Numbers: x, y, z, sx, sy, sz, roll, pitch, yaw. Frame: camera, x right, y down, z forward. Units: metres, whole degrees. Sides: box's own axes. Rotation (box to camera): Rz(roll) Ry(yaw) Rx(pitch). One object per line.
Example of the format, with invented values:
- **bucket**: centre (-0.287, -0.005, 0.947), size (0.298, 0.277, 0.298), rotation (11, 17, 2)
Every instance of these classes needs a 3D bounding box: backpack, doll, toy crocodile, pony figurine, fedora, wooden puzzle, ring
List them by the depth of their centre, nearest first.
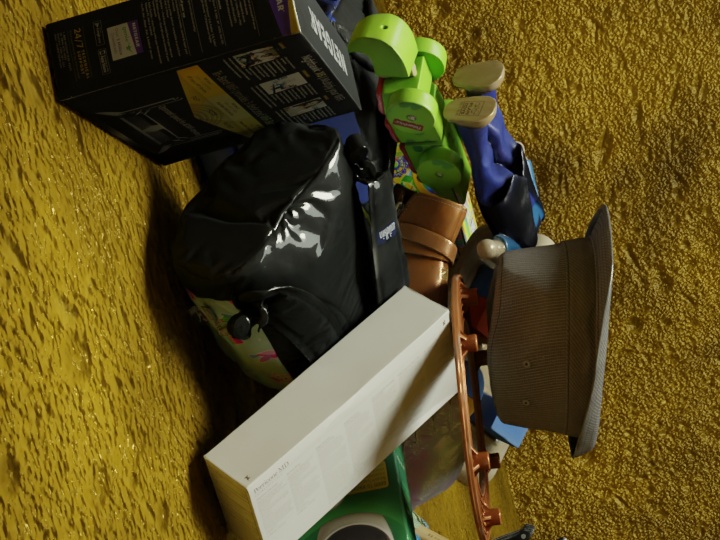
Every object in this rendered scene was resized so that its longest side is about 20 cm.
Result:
- **backpack**: centre (-0.049, 0.004, 1.014), size (0.126, 0.167, 0.201), rotation (27, -24, 34)
- **ring**: centre (0.090, 0.103, 1.057), size (0.200, 0.019, 0.203), rotation (-7, 90, -83)
- **fedora**: centre (0.143, 0.048, 1.091), size (0.178, 0.089, 0.202), rotation (-82, 173, -54)
- **toy crocodile**: centre (0.046, -0.120, 1.100), size (0.201, 0.061, 0.068), rotation (58, 36, -51)
- **doll**: centre (0.116, -0.064, 1.124), size (0.201, 0.048, 0.138), rotation (63, 33, -42)
- **pony figurine**: centre (0.002, 0.202, 1.130), size (0.201, 0.164, 0.195), rotation (-84, 179, -50)
- **backpack**: centre (-0.052, -0.154, 1.166), size (0.201, 0.165, 0.164), rotation (-71, 152, -61)
- **wooden puzzle**: centre (0.115, 0.084, 1.225), size (0.046, 0.201, 0.185), rotation (26, -8, 42)

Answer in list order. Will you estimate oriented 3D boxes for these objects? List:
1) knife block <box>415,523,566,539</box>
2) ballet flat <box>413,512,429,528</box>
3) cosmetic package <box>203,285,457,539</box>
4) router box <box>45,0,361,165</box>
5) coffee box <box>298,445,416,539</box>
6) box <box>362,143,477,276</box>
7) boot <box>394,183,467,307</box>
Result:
- **knife block**: centre (0.102, 0.307, 1.211), size (0.202, 0.174, 0.064), rotation (-63, 168, 1)
- **ballet flat**: centre (0.021, 0.262, 1.397), size (0.200, 0.073, 0.075), rotation (47, 30, -76)
- **cosmetic package**: centre (-0.015, 0.104, 0.976), size (0.050, 0.199, 0.083), rotation (29, -35, 35)
- **router box**: centre (-0.095, -0.132, 0.922), size (0.200, 0.155, 0.053), rotation (36, 41, -78)
- **coffee box**: centre (-0.019, 0.206, 1.009), size (0.044, 0.121, 0.202), rotation (67, 11, -59)
- **box**: centre (0.005, -0.044, 1.307), size (0.200, 0.190, 0.124), rotation (-61, 136, -78)
- **boot**: centre (0.000, 0.000, 1.147), size (0.076, 0.199, 0.157), rotation (18, 89, -36)
